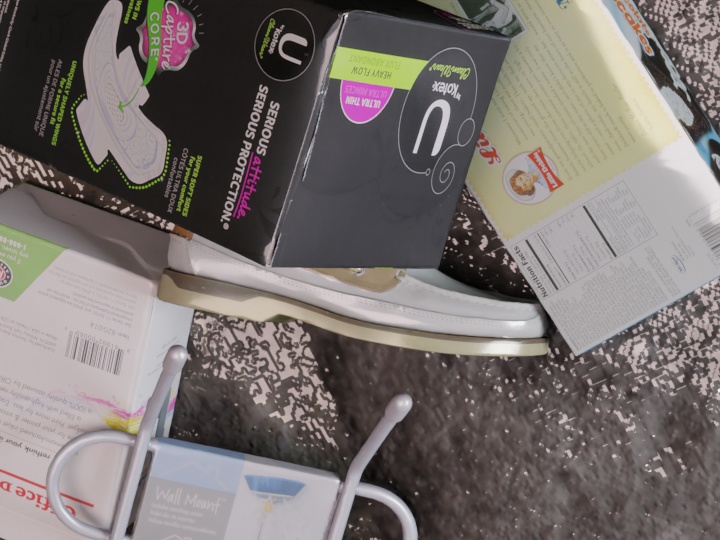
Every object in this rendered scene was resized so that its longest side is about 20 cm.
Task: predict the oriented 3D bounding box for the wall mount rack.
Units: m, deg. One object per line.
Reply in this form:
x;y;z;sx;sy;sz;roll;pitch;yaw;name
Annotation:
-0.057;0.113;1.524;0.200;0.075;0.174;12;113;-10;wall mount rack

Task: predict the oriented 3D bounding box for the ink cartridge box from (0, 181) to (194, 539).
-0.163;0.068;1.593;0.117;0.067;0.200;20;114;15;ink cartridge box

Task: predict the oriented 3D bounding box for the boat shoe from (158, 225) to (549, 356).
0.000;0.000;1.498;0.200;0.075;0.069;10;91;4;boat shoe

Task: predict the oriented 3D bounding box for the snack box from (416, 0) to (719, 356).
0.102;-0.071;1.456;0.116;0.037;0.200;-31;94;28;snack box

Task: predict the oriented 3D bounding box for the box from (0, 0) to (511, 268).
-0.059;-0.090;1.415;0.200;0.148;0.125;25;104;32;box
